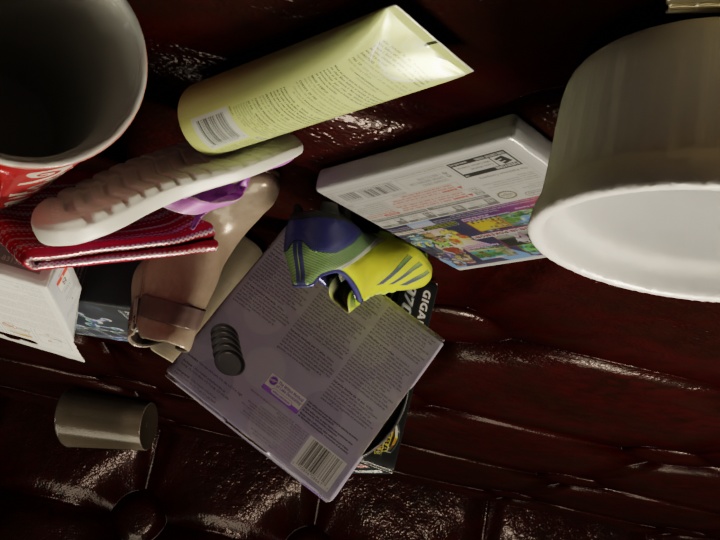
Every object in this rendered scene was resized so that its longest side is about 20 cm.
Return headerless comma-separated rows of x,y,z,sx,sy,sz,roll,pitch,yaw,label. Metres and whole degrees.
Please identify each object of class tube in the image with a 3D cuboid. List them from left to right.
-0.032,-0.117,0.582,0.199,0.052,0.058,-9,-162,40,tube

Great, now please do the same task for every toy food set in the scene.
-0.155,0.050,0.995,0.060,0.144,0.200,26,165,10,toy food set

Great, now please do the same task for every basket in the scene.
-0.595,0.361,2.216,0.198,0.137,0.181,5,156,9,basket

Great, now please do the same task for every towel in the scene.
-0.212,-0.046,0.719,0.144,0.023,0.200,-8,-157,-31,towel

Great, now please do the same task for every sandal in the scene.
-0.132,-0.053,0.659,0.202,0.050,0.082,-23,-148,-28,sandal

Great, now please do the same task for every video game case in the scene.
0.095,-0.052,0.728,0.182,0.023,0.199,27,156,-38,video game case

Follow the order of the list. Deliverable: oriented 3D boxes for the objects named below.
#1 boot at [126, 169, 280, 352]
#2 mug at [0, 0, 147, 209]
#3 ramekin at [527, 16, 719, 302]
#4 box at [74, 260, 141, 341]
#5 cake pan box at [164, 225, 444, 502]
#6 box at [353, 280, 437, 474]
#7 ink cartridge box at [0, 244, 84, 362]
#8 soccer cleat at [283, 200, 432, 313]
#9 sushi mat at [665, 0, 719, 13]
-0.142,-0.003,0.818,0.070,0.147,0.200,23,158,-27,boot
-0.241,-0.095,0.588,0.134,0.178,0.200,47,155,-16,mug
0.198,-0.054,0.515,0.199,0.098,0.201,10,165,3,ramekin
-0.286,0.002,0.989,0.198,0.108,0.149,7,161,12,box
-0.047,0.086,0.868,0.199,0.185,0.052,35,166,4,cake pan box
0.002,0.110,0.980,0.046,0.201,0.159,23,159,-22,box
-0.344,0.016,0.891,0.161,0.050,0.200,16,157,1,ink cartridge box
-0.001,0.000,0.822,0.064,0.084,0.200,-4,167,32,soccer cleat
0.234,-0.138,0.398,0.198,0.012,0.096,6,162,16,sushi mat
